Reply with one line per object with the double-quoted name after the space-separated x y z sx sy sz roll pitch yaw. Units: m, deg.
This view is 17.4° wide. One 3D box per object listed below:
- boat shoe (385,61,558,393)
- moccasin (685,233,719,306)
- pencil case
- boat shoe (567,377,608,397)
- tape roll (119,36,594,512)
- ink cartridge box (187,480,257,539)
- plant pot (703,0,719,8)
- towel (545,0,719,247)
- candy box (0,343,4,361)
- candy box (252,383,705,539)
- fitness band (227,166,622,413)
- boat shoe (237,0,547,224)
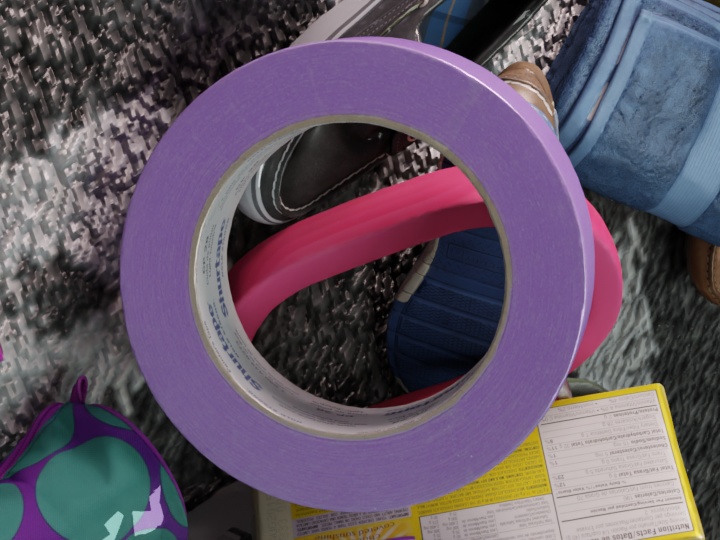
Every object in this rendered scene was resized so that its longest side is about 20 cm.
0.065 -0.014 1.155 0.072 0.072 0.200 -63 172 -46 "boat shoe"
0.253 -0.065 1.304 0.201 0.078 0.074 -51 137 -5 "moccasin"
-0.173 0.137 1.012 0.200 0.085 0.092 -34 89 -26 "pencil case"
0.082 0.090 1.211 0.200 0.072 0.062 -10 120 -72 "boat shoe"
0.000 0.000 1.018 0.066 0.200 0.200 -41 153 -79 "tape roll"
-0.060 0.194 1.150 0.200 0.084 0.144 -31 131 -26 "ink cartridge box"
0.308 -0.210 1.191 0.194 0.200 0.196 -18 124 -36 "plant pot"
0.187 -0.071 1.213 0.200 0.049 0.112 22 98 -24 "towel"
-0.247 0.023 0.898 0.200 0.061 0.137 -34 132 -27 "candy box"
0.051 0.110 1.086 0.200 0.102 0.026 -10 133 2 "candy box"
0.026 0.025 1.102 0.200 0.037 0.144 -21 129 9 "fitness band"
0.024 -0.093 1.085 0.200 0.066 0.070 -45 135 -16 "boat shoe"
